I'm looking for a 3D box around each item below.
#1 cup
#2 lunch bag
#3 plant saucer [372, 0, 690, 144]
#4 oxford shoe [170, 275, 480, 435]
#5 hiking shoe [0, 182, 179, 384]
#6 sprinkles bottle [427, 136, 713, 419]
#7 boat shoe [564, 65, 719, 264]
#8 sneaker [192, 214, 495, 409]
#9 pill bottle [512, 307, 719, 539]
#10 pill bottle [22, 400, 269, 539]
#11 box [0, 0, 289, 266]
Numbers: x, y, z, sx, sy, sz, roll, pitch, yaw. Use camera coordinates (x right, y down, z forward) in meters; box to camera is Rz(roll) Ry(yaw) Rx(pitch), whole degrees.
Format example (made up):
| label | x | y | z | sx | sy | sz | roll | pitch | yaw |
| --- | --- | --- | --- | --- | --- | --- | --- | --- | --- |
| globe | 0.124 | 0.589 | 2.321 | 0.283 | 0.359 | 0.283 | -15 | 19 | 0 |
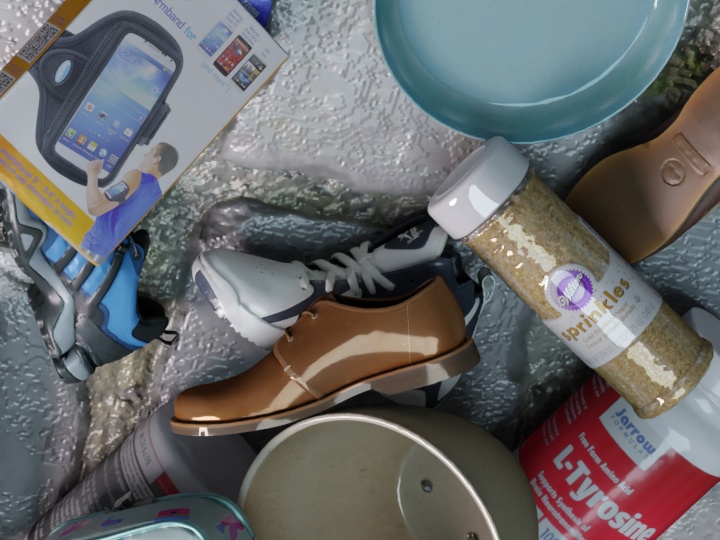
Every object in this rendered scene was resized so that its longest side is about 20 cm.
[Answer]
| label | x | y | z | sx | sy | sz | roll | pitch | yaw |
| --- | --- | --- | --- | --- | --- | --- | --- | --- | --- |
| cup | 0.037 | 0.171 | 1.340 | 0.200 | 0.143 | 0.201 | 8 | 106 | 29 |
| lunch bag | -0.129 | 0.241 | 1.311 | 0.160 | 0.077 | 0.201 | -14 | 100 | 23 |
| plant saucer | 0.105 | -0.173 | 1.271 | 0.199 | 0.027 | 0.201 | -4 | 122 | -6 |
| oxford shoe | -0.030 | 0.053 | 1.287 | 0.199 | 0.071 | 0.072 | -19 | 100 | 2 |
| hiking shoe | -0.182 | -0.024 | 1.307 | 0.086 | 0.074 | 0.200 | -21 | 129 | -10 |
| sprinkles bottle | 0.134 | 0.005 | 1.302 | 0.200 | 0.068 | 0.068 | 43 | 108 | -9 |
| boat shoe | 0.212 | -0.066 | 1.322 | 0.200 | 0.070 | 0.071 | -40 | 74 | 32 |
| sneaker | 0.000 | 0.000 | 1.334 | 0.199 | 0.080 | 0.130 | 27 | 109 | -16 |
| pill bottle | 0.188 | 0.123 | 1.410 | 0.112 | 0.112 | 0.200 | 35 | 111 | -24 |
| pill bottle | -0.161 | 0.193 | 1.406 | 0.200 | 0.114 | 0.114 | -42 | 117 | 18 |
| box | -0.136 | -0.115 | 1.229 | 0.200 | 0.041 | 0.119 | -48 | 119 | -4 |
